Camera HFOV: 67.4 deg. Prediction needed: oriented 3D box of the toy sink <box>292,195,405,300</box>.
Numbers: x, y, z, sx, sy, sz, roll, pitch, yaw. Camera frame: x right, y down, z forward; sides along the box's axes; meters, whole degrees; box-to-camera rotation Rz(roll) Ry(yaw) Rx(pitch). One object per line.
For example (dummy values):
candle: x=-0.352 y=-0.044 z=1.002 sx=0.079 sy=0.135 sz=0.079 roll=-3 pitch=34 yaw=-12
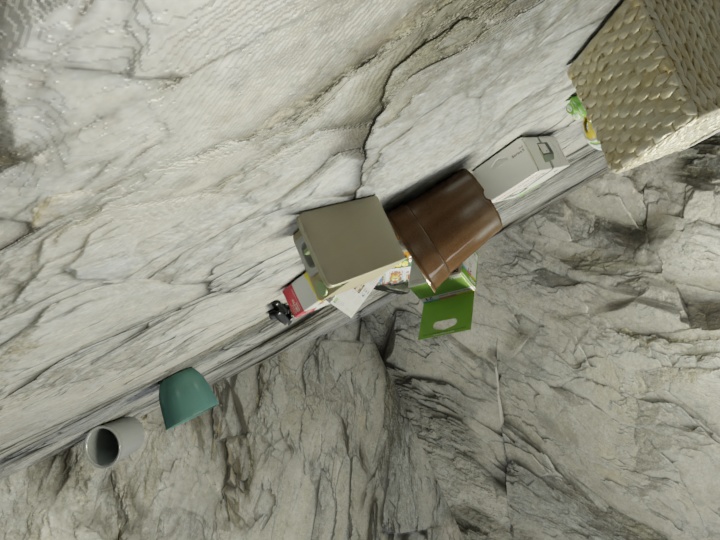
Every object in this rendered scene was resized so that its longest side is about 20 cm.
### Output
toy sink: x=-0.038 y=-0.035 z=0.957 sx=0.197 sy=0.133 sz=0.111 roll=-21 pitch=171 yaw=-44

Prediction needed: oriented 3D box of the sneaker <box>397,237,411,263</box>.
sneaker: x=0.113 y=-0.089 z=1.351 sx=0.077 sy=0.078 sz=0.201 roll=-30 pitch=154 yaw=-3

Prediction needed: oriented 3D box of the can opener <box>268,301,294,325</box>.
can opener: x=-0.235 y=0.132 z=1.607 sx=0.077 sy=0.065 sz=0.200 roll=-25 pitch=172 yaw=-8

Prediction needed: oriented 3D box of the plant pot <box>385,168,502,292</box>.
plant pot: x=0.178 y=-0.096 z=1.141 sx=0.196 sy=0.203 sz=0.200 roll=-35 pitch=171 yaw=6

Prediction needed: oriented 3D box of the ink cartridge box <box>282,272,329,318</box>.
ink cartridge box: x=-0.084 y=0.030 z=1.382 sx=0.143 sy=0.085 sz=0.199 roll=-19 pitch=168 yaw=-48

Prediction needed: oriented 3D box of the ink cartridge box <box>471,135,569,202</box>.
ink cartridge box: x=0.366 y=-0.231 z=1.229 sx=0.144 sy=0.086 sz=0.198 roll=-34 pitch=170 yaw=41

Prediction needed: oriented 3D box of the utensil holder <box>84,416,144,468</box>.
utensil holder: x=-1.047 y=0.729 z=2.312 sx=0.167 sy=0.174 sz=0.200 roll=-27 pitch=175 yaw=6

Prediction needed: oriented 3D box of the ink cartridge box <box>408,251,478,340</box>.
ink cartridge box: x=0.184 y=0.041 z=1.226 sx=0.145 sy=0.204 sz=0.076 roll=-17 pitch=136 yaw=36

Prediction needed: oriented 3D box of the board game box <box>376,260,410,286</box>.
board game box: x=0.108 y=-0.003 z=1.650 sx=0.193 sy=0.024 sz=0.107 roll=-7 pitch=132 yaw=-7

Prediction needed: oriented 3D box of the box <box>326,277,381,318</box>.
box: x=0.003 y=0.007 z=1.276 sx=0.202 sy=0.036 sz=0.144 roll=-52 pitch=153 yaw=-2

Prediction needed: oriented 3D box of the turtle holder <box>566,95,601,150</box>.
turtle holder: x=0.499 y=-0.297 z=1.053 sx=0.183 sy=0.144 sz=0.131 roll=-23 pitch=173 yaw=-36

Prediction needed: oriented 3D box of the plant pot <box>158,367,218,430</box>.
plant pot: x=-0.632 y=0.451 z=1.941 sx=0.196 sy=0.164 sz=0.201 roll=-26 pitch=173 yaw=-3

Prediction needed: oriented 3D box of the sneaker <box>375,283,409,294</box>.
sneaker: x=0.100 y=0.018 z=2.023 sx=0.194 sy=0.118 sz=0.076 roll=11 pitch=159 yaw=-28

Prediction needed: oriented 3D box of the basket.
basket: x=0.428 y=-0.275 z=0.760 sx=0.157 sy=0.203 sz=0.200 roll=-20 pitch=172 yaw=-10
